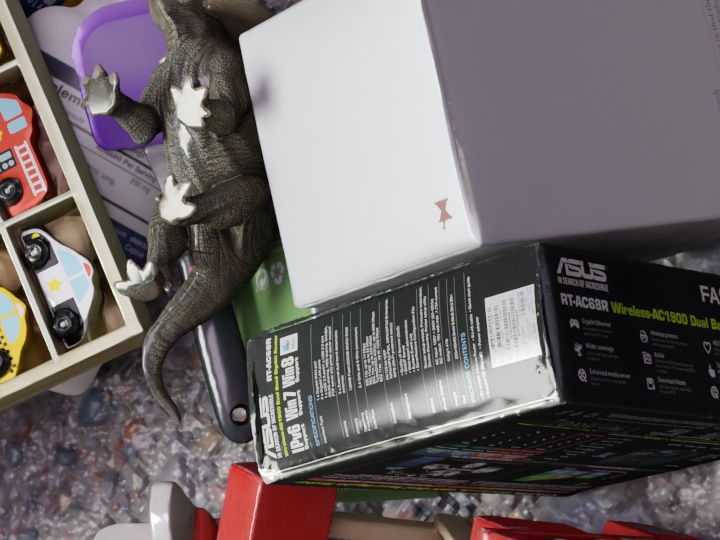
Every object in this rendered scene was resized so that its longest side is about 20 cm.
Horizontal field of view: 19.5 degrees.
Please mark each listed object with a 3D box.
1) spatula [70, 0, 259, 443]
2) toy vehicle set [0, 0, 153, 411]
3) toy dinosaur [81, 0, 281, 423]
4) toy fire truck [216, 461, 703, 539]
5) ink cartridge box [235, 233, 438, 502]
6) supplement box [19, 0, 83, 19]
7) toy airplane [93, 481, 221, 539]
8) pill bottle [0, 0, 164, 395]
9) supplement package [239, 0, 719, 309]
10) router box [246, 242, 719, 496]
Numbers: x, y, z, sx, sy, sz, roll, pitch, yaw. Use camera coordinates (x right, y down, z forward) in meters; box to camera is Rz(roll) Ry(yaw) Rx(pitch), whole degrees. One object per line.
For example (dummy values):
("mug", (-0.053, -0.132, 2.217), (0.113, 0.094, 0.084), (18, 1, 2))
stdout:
("spatula", (-0.078, -0.022, 0.914), (0.056, 0.021, 0.201), (-14, 80, -17))
("toy vehicle set", (-0.183, -0.036, 0.917), (0.124, 0.027, 0.201), (-26, 79, 7))
("toy dinosaur", (-0.060, -0.040, 0.868), (0.077, 0.102, 0.201), (-8, 93, 33))
("toy fire truck", (0.054, 0.123, 0.887), (0.141, 0.199, 0.049), (14, 94, 49))
("ink cartridge box", (0.000, 0.000, 0.936), (0.059, 0.103, 0.201), (-20, 73, 49))
("supplement box", (-0.242, -0.114, 1.020), (0.200, 0.109, 0.110), (-39, 73, 6))
("toy airplane", (-0.082, 0.190, 0.912), (0.199, 0.141, 0.200), (42, 93, 17))
("pill bottle", (-0.129, -0.053, 0.980), (0.111, 0.111, 0.201), (29, 88, 17))
("supplement package", (0.071, -0.060, 0.849), (0.117, 0.199, 0.118), (-19, 81, 50))
("router box", (0.076, 0.046, 0.841), (0.149, 0.199, 0.062), (-20, 71, 39))
